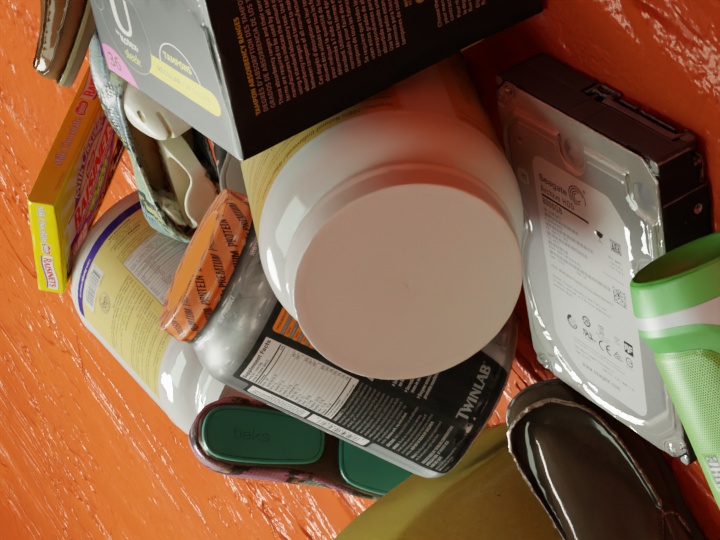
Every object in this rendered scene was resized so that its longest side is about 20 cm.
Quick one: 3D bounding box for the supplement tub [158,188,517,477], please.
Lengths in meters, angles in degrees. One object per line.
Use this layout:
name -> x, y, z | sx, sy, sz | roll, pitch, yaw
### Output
supplement tub -> -0.015, 0.035, 1.339 | 0.200, 0.123, 0.123 | 27, 160, -12

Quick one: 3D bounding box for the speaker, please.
speaker -> 0.205, 0.082, 1.081 | 0.200, 0.088, 0.088 | 65, 157, -7

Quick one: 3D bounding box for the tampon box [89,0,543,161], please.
tampon box -> -0.030, -0.173, 1.150 | 0.150, 0.200, 0.127 | 36, 146, 48

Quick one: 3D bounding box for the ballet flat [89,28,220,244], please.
ballet flat -> -0.133, -0.097, 1.523 | 0.074, 0.074, 0.200 | 40, 158, 42

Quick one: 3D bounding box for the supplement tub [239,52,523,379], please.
supplement tub -> 0.009, -0.047, 1.202 | 0.200, 0.144, 0.145 | -106, 4, -55

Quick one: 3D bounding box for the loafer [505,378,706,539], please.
loafer -> 0.154, 0.149, 1.259 | 0.073, 0.071, 0.200 | -41, 83, 22

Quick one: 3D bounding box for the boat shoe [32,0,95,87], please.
boat shoe -> -0.189, -0.217, 1.375 | 0.072, 0.068, 0.201 | -122, 44, -66

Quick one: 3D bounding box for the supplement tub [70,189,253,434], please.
supplement tub -> -0.111, 0.038, 1.631 | 0.200, 0.145, 0.146 | 42, 150, 40

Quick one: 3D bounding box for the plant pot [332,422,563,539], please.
plant pot -> 0.071, 0.221, 1.375 | 0.195, 0.200, 0.195 | 62, 157, 1

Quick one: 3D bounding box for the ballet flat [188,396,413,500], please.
ballet flat -> -0.021, 0.126, 1.529 | 0.071, 0.199, 0.069 | 114, 162, -77

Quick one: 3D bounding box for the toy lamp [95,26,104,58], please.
toy lamp -> -0.127, -0.179, 1.362 | 0.058, 0.058, 0.200 | 60, 156, 6

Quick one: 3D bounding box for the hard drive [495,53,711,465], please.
hard drive -> 0.137, -0.005, 1.192 | 0.140, 0.038, 0.200 | 36, 145, 46

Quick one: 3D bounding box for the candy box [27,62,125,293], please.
candy box -> -0.210, -0.089, 1.679 | 0.026, 0.200, 0.102 | 10, 140, 9

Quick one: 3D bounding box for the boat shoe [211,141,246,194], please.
boat shoe -> -0.067, -0.077, 1.481 | 0.057, 0.067, 0.200 | 67, -179, -47
